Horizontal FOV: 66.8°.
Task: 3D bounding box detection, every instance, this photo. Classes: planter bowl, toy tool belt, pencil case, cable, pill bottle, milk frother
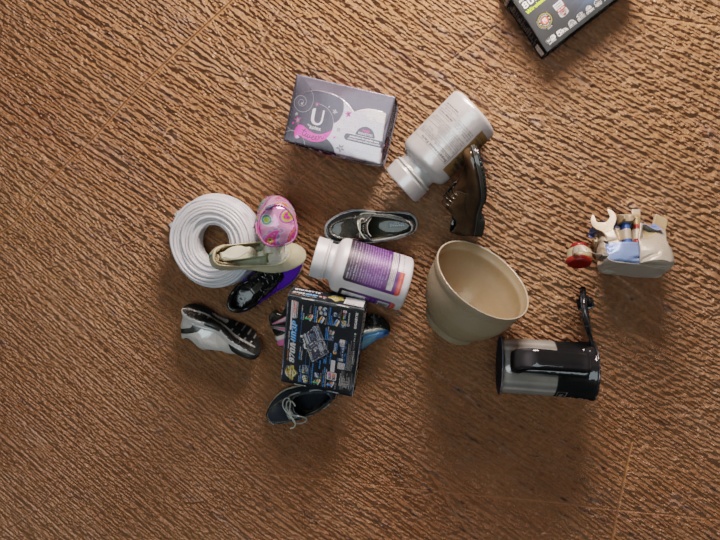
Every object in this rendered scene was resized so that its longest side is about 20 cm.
[{"bbox_3d":[0.207,0.059,1.073,0.199,0.201,0.135,32,128,2],"label":"planter bowl"},{"bbox_3d":[0.495,-0.059,1.052,0.197,0.125,0.125,6,68,4],"label":"toy tool belt"},{"bbox_3d":[-0.169,-0.101,1.083,0.086,0.200,0.089,-2,104,-8],"label":"pencil case"},{"bbox_3d":[-0.309,-0.064,1.175,0.198,0.069,0.202,-25,94,11],"label":"cable"},{"bbox_3d":[0.150,-0.235,1.062,0.200,0.114,0.114,-44,91,12],"label":"pill bottle"},{"bbox_3d":[0.372,0.142,1.091,0.185,0.182,0.202,3,56,7],"label":"milk frother"},{"bbox_3d":[0.000,0.000,1.106,0.197,0.112,0.113,17,100,-4],"label":"pill bottle"}]

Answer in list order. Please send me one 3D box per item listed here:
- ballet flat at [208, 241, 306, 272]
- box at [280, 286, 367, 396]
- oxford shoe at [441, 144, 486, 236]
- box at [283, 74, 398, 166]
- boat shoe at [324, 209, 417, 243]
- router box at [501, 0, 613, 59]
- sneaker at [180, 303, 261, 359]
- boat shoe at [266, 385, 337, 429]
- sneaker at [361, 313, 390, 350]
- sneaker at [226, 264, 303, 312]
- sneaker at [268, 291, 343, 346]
[{"bbox_3d":[-0.206,-0.031,1.103,0.197,0.069,0.071,-5,98,-12],"label":"ballet flat"},{"bbox_3d":[-0.076,0.146,1.110,0.156,0.046,0.203,10,110,7],"label":"box"},{"bbox_3d":[0.198,-0.145,1.049,0.083,0.073,0.202,-2,129,4],"label":"oxford shoe"},{"bbox_3d":[-0.036,-0.292,1.080,0.197,0.115,0.134,15,100,6],"label":"box"},{"bbox_3d":[0.017,-0.093,1.123,0.197,0.071,0.073,-7,98,10],"label":"boat shoe"},{"bbox_3d":[0.381,-0.523,1.013,0.199,0.062,0.151,-37,91,11],"label":"router box"},{"bbox_3d":[-0.312,0.149,1.215,0.198,0.074,0.081,27,116,8],"label":"sneaker"},{"bbox_3d":[-0.133,0.296,1.199,0.198,0.062,0.076,-24,104,20],"label":"boat shoe"},{"bbox_3d":[-0.020,0.162,1.176,0.198,0.079,0.091,-25,108,18],"label":"sneaker"},{"bbox_3d":[-0.204,0.028,1.156,0.199,0.100,0.070,-39,92,8],"label":"sneaker"},{"bbox_3d":[-0.117,0.081,1.166,0.199,0.080,0.087,-33,88,9],"label":"sneaker"}]
